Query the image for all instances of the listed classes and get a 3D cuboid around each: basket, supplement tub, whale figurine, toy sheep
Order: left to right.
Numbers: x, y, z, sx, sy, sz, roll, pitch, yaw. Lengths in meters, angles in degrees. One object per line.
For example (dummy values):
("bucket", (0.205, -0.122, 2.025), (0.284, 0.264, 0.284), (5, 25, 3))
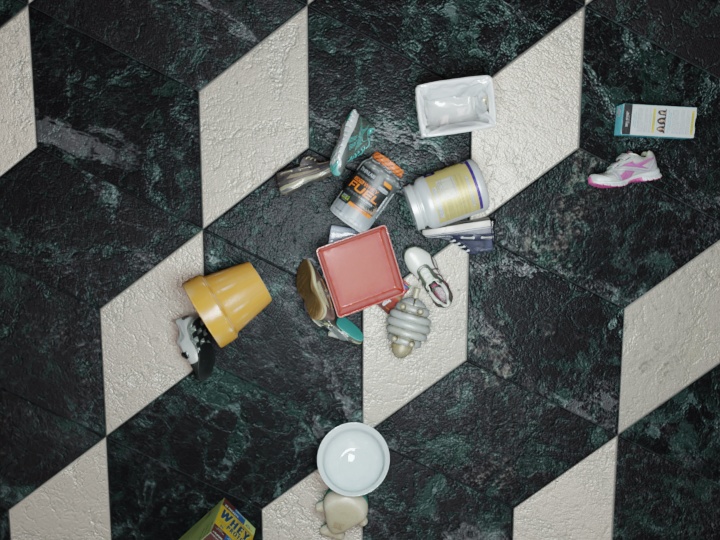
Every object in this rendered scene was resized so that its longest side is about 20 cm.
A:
("whale figurine", (-0.053, 0.689, 1.843), (0.159, 0.104, 0.200), (18, 121, -3))
("supplement tub", (0.020, -0.209, 1.706), (0.122, 0.123, 0.200), (35, 95, -4))
("toy sheep", (0.133, 0.143, 1.747), (0.137, 0.138, 0.201), (20, 89, -3))
("supplement tub", (0.227, -0.197, 1.698), (0.199, 0.145, 0.146), (-19, 97, 2))
("basket", (0.244, -0.426, 1.681), (0.199, 0.123, 0.136), (-8, 97, 1))

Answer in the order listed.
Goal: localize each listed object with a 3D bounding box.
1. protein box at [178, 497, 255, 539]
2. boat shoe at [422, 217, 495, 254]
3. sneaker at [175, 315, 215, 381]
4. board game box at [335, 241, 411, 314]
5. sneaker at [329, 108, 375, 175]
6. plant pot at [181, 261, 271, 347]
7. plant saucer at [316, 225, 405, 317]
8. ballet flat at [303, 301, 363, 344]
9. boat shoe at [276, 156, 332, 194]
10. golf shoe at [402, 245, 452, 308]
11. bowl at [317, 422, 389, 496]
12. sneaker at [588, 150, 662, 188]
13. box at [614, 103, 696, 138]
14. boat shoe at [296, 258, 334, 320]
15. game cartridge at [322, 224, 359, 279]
("protein box", (-0.422, 0.790, 1.789), (0.200, 0.199, 0.135), (-43, 96, 4))
("boat shoe", (0.272, -0.085, 1.749), (0.199, 0.075, 0.093), (-7, 104, 7))
("sneaker", (-0.467, 0.214, 1.786), (0.088, 0.074, 0.201), (6, 114, 28))
("board game box", (0.036, 0.021, 1.757), (0.200, 0.019, 0.103), (40, 91, -18))
("sneaker", (-0.016, -0.331, 1.691), (0.091, 0.078, 0.201), (25, 69, -15))
("plant pot", (-0.348, 0.074, 1.716), (0.183, 0.200, 0.201), (-32, 96, -13))
("plant saucer", (0.000, 0.000, 1.715), (0.199, 0.037, 0.201), (-20, 106, -9))
("ballet flat", (-0.081, 0.145, 1.786), (0.200, 0.072, 0.072), (41, 95, -5))
("boat shoe", (-0.137, -0.273, 1.722), (0.200, 0.074, 0.073), (-25, 91, -3))
("golf shoe", (0.192, 0.015, 1.754), (0.077, 0.088, 0.200), (-37, 95, 6))
("bowl", (-0.019, 0.536, 1.797), (0.200, 0.090, 0.202), (0, 64, 1))
("sneaker", (0.709, -0.275, 1.730), (0.199, 0.081, 0.089), (-12, 96, -7))
("box", (0.795, -0.401, 1.725), (0.199, 0.049, 0.083), (3, 97, -1))
("boat shoe", (-0.116, 0.055, 1.731), (0.072, 0.200, 0.072), (16, 126, -40))
("game cartridge", (-0.034, -0.017, 1.774), (0.133, 0.040, 0.201), (9, 97, -5))
